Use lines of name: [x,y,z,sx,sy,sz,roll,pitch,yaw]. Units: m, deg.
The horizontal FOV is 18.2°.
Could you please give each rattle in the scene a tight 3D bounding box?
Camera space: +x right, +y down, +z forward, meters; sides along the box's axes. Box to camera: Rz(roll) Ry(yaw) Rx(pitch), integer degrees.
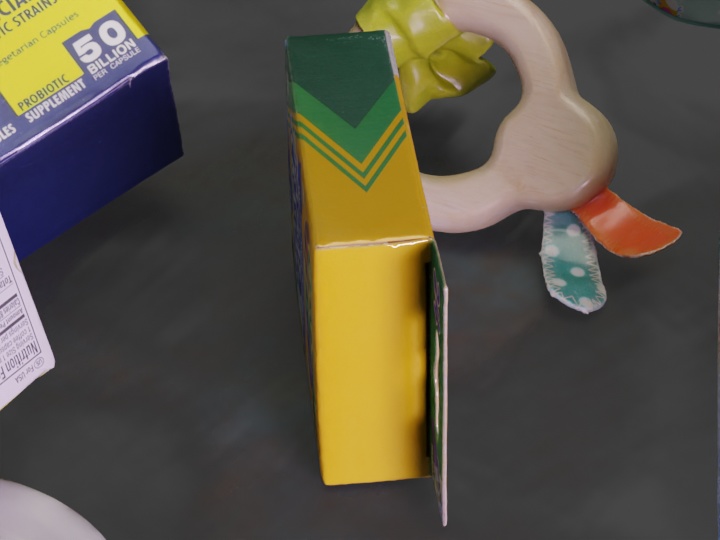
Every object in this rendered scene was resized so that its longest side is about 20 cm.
rattle: [0.081,-0.053,1.122,0.200,0.143,0.130,33,78,17]

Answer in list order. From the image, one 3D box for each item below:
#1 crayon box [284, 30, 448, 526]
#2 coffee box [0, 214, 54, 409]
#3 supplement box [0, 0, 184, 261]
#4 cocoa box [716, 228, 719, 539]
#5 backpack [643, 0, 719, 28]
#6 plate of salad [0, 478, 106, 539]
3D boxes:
crayon box: [0.000,0.000,0.964,0.052,0.126,0.200,-4,36,-5]
coffee box: [-0.278,0.002,0.867,0.200,0.198,0.200,1,30,36]
supplement box: [-0.187,-0.121,1.069,0.109,0.110,0.200,-35,71,-13]
cocoa box: [0.217,0.012,0.937,0.131,0.133,0.200,4,36,7]
backpack: [0.204,-0.223,1.259,0.176,0.153,0.200,-15,44,-27]
plate of salad: [-0.185,0.133,0.849,0.200,0.048,0.200,0,35,0]
